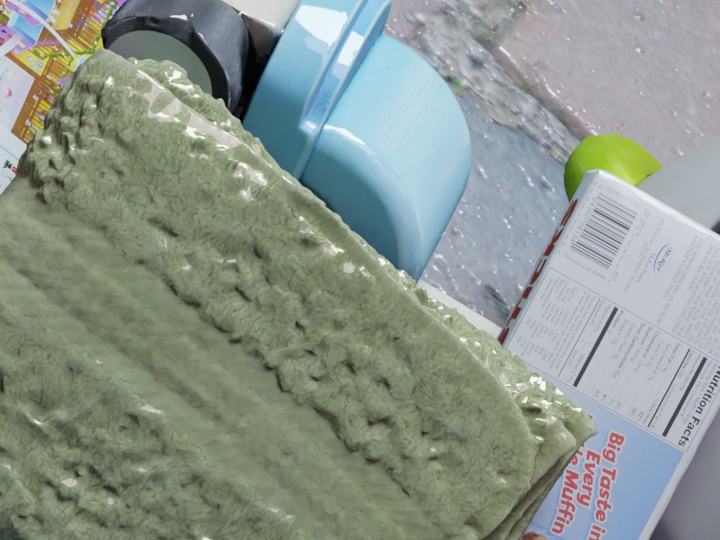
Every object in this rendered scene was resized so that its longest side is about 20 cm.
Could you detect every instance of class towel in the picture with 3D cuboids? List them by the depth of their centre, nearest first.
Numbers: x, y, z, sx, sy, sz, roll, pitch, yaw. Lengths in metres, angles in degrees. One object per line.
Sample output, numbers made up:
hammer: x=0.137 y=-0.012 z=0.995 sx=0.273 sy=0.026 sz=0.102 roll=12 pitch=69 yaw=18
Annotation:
towel: x=-0.043 y=0.045 z=0.855 sx=0.200 sy=0.148 sz=0.036 roll=39 pitch=-2 yaw=-12

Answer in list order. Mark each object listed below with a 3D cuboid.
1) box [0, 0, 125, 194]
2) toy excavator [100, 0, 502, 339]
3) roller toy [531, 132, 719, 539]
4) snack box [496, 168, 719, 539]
box: x=-0.131 y=-0.044 z=0.964 sx=0.137 sy=0.039 sz=0.200 roll=37 pitch=38 yaw=-5
toy excavator: x=0.000 y=0.000 z=0.931 sx=0.200 sy=0.195 sz=0.100 roll=27 pitch=37 yaw=4
roller toy: x=0.162 y=0.039 z=1.004 sx=0.200 sy=0.140 sz=0.183 roll=49 pitch=18 yaw=-24
snack box: x=0.057 y=0.072 z=0.901 sx=0.072 sy=0.200 sz=0.024 roll=29 pitch=-3 yaw=-7
